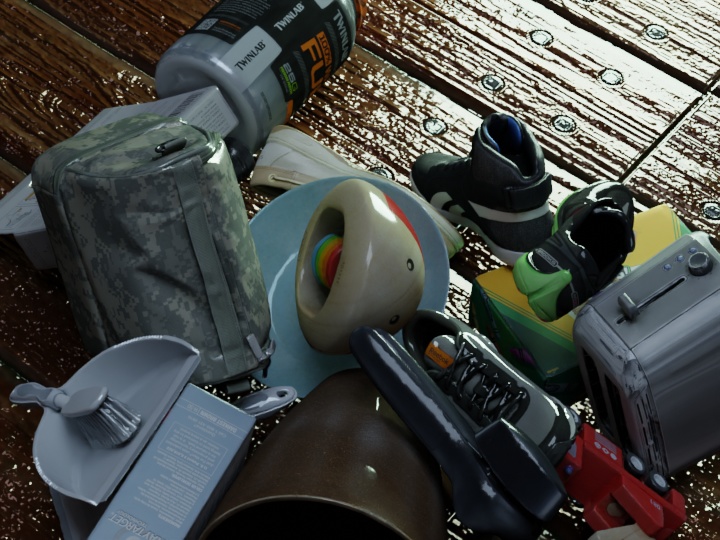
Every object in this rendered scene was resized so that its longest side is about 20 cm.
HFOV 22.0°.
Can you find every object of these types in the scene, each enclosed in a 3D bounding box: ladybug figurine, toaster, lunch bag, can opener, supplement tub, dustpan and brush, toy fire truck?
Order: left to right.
[{"bbox_3d":[-0.212,0.104,1.387,0.057,0.199,0.140,41,68,-19],"label":"dustpan and brush"},{"bbox_3d":[-0.148,-0.012,1.431,0.138,0.202,0.167,-22,20,-24],"label":"lunch bag"},{"bbox_3d":[-0.144,0.134,1.434,0.198,0.058,0.140,-14,52,-15],"label":"dustpan and brush"},{"bbox_3d":[-0.086,-0.204,1.693,0.122,0.123,0.200,28,54,19],"label":"supplement tub"},{"bbox_3d":[0.000,0.000,1.438,0.071,0.137,0.200,14,8,-15],"label":"ladybug figurine"},{"bbox_3d":[0.063,0.115,1.315,0.079,0.063,0.200,-44,66,2],"label":"can opener"},{"bbox_3d":[0.195,0.197,1.376,0.199,0.049,0.141,37,29,-15],"label":"toy fire truck"},{"bbox_3d":[0.248,0.077,1.452,0.128,0.201,0.114,-28,44,-8],"label":"toaster"}]

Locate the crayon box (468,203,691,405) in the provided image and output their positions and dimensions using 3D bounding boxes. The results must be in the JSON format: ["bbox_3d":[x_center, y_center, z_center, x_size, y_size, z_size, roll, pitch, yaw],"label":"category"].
[{"bbox_3d":[0.205,0.032,1.555,0.198,0.059,0.119,-21,53,-20],"label":"crayon box"}]

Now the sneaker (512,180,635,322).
[{"bbox_3d":[0.190,-0.021,1.477,0.077,0.083,0.200,56,32,-10],"label":"sneaker"}]

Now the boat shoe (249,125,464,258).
[{"bbox_3d":[-0.006,-0.051,1.612,0.199,0.074,0.070,29,77,15],"label":"boat shoe"}]

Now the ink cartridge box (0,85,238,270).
[{"bbox_3d":[-0.225,-0.078,1.604,0.175,0.045,0.200,-5,35,49],"label":"ink cartridge box"}]

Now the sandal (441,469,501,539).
[{"bbox_3d":[0.082,0.148,1.435,0.053,0.081,0.201,6,43,-13],"label":"sandal"}]

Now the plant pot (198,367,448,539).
[{"bbox_3d":[-0.012,0.169,1.364,0.185,0.188,0.201,10,38,5],"label":"plant pot"}]

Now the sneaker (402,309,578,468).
[{"bbox_3d":[0.088,0.093,1.372,0.074,0.079,0.200,-48,36,1],"label":"sneaker"}]

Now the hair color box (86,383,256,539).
[{"bbox_3d":[-0.149,0.189,1.298,0.060,0.099,0.201,26,54,6],"label":"hair color box"}]

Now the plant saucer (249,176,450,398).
[{"bbox_3d":[-0.019,0.019,1.539,0.199,0.039,0.203,-6,63,12],"label":"plant saucer"}]

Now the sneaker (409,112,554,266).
[{"bbox_3d":[0.106,-0.092,1.585,0.073,0.113,0.200,-19,32,-23],"label":"sneaker"}]

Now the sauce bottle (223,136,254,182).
[{"bbox_3d":[-0.164,-0.041,1.591,0.064,0.065,0.200,28,52,19],"label":"sauce bottle"}]
